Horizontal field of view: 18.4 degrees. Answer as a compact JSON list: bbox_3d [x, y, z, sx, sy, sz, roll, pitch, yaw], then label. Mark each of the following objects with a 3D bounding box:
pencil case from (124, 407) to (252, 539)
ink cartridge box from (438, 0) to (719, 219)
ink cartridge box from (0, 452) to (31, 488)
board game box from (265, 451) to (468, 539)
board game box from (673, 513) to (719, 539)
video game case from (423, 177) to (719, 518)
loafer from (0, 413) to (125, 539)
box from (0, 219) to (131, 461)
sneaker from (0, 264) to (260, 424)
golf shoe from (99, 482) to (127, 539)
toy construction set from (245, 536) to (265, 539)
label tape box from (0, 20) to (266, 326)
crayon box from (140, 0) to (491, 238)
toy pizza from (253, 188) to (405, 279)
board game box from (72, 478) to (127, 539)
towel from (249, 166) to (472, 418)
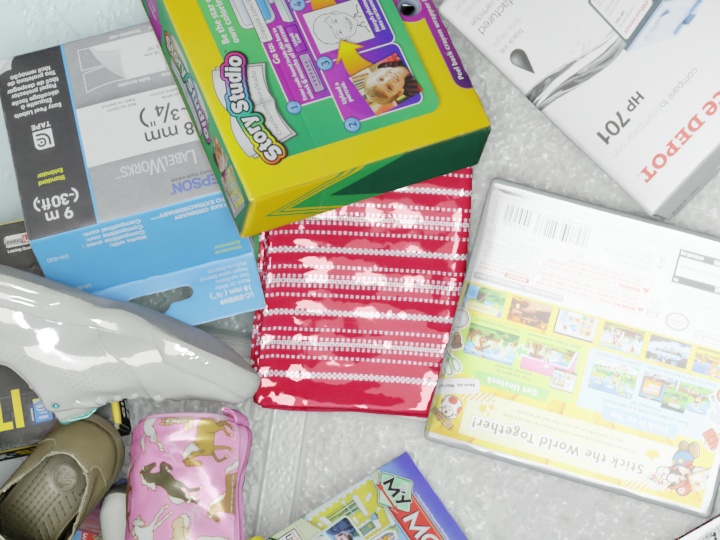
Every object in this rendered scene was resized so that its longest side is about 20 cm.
[{"bbox_3d":[-0.111,0.188,1.442,0.086,0.083,0.201,4,69,-16],"label":"pencil case"},{"bbox_3d":[0.175,-0.152,1.460,0.200,0.086,0.147,45,100,12],"label":"ink cartridge box"},{"bbox_3d":[-0.259,0.112,1.582,0.099,0.039,0.200,38,87,12],"label":"ink cartridge box"},{"bbox_3d":[0.037,0.234,1.474,0.200,0.134,0.029,54,142,9],"label":"board game box"},{"bbox_3d":[0.215,0.248,1.453,0.199,0.034,0.136,-30,83,1],"label":"board game box"},{"bbox_3d":[0.160,0.051,1.484,0.199,0.023,0.183,15,93,8],"label":"video game case"},{"bbox_3d":[-0.231,0.183,1.484,0.076,0.067,0.201,30,97,7],"label":"loafer"},{"bbox_3d":[-0.269,0.054,1.550,0.199,0.049,0.160,-11,81,5],"label":"box"},{"bbox_3d":[-0.168,0.065,1.464,0.199,0.075,0.089,18,95,-3],"label":"sneaker"},{"bbox_3d":[-0.146,0.242,1.486,0.078,0.094,0.201,-18,86,36],"label":"golf shoe"},{"bbox_3d":[-0.037,0.284,1.482,0.092,0.131,0.201,-21,59,46],"label":"toy construction set"},{"bbox_3d":[-0.155,-0.059,1.504,0.144,0.063,0.201,-14,74,2],"label":"label tape box"},{"bbox_3d":[-0.033,-0.141,1.467,0.172,0.058,0.201,-18,69,-16],"label":"crayon box"},{"bbox_3d":[-0.049,-0.071,1.544,0.199,0.032,0.201,0,90,14],"label":"toy pizza"},{"bbox_3d":[-0.177,0.246,1.569,0.200,0.039,0.158,-35,81,11],"label":"board game box"},{"bbox_3d":[0.000,0.000,1.512,0.144,0.022,0.201,5,99,4],"label":"towel"}]
